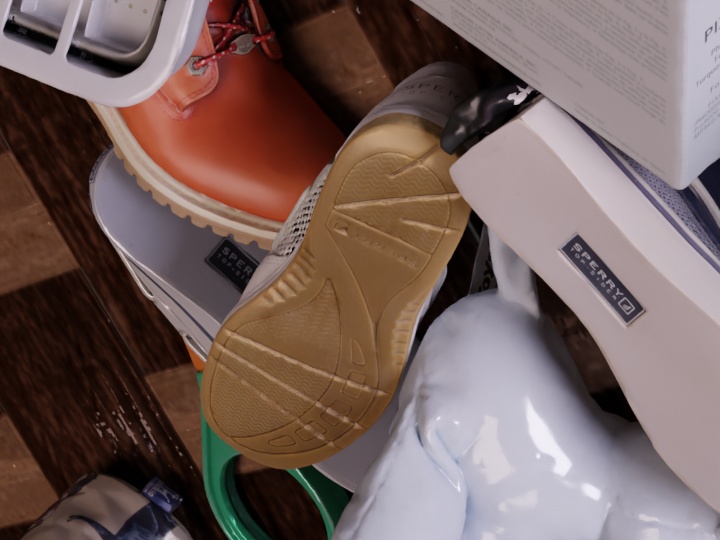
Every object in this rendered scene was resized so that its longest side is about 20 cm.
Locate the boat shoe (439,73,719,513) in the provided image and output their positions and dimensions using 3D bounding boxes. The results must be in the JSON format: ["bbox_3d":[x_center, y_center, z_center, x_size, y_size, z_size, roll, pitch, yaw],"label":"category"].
[{"bbox_3d":[0.124,-0.002,0.956,0.200,0.093,0.075,52,141,-3],"label":"boat shoe"}]

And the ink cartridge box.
[{"bbox_3d":[0.057,-0.133,0.849,0.160,0.047,0.200,39,158,24],"label":"ink cartridge box"}]

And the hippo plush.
[{"bbox_3d":[0.086,0.087,1.055,0.161,0.159,0.200,24,92,4],"label":"hippo plush"}]

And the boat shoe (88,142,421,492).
[{"bbox_3d":[-0.037,0.018,1.157,0.200,0.074,0.065,50,171,-6],"label":"boat shoe"}]

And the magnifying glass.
[{"bbox_3d":[-0.057,0.061,1.234,0.080,0.022,0.200,0,119,44],"label":"magnifying glass"}]

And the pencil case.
[{"bbox_3d":[-0.152,0.185,1.280,0.089,0.200,0.078,16,140,30],"label":"pencil case"}]

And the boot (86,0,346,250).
[{"bbox_3d":[-0.066,-0.095,1.086,0.200,0.075,0.107,43,135,12],"label":"boot"}]

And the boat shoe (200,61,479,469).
[{"bbox_3d":[0.000,0.000,1.044,0.071,0.069,0.200,31,132,-4],"label":"boat shoe"}]

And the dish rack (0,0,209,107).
[{"bbox_3d":[-0.105,-0.175,1.030,0.171,0.044,0.200,23,104,31],"label":"dish rack"}]
